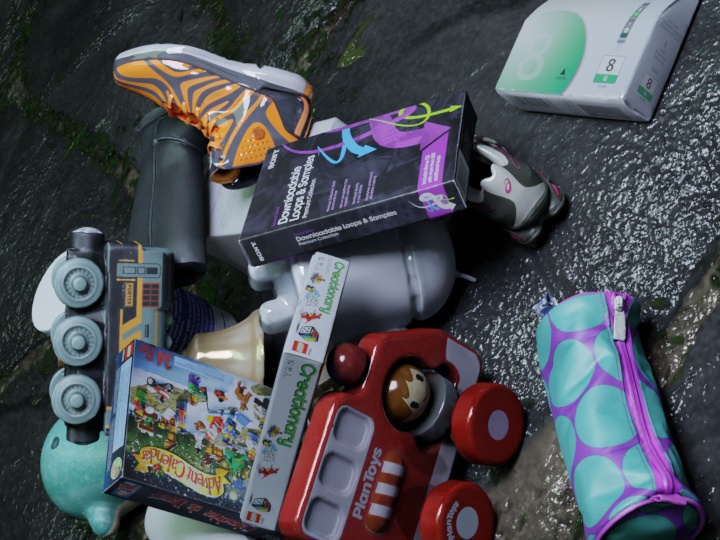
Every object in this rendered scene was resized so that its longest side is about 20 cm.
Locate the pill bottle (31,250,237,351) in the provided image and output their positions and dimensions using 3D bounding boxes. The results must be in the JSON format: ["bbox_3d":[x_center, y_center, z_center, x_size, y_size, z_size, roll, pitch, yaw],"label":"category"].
[{"bbox_3d":[-0.234,0.060,1.434,0.119,0.199,0.121,-28,46,34],"label":"pill bottle"}]

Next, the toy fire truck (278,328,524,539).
[{"bbox_3d":[0.028,0.138,1.098,0.111,0.167,0.202,0,66,49],"label":"toy fire truck"}]

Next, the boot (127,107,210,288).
[{"bbox_3d":[-0.165,-0.088,1.369,0.164,0.065,0.202,-28,46,37],"label":"boot"}]

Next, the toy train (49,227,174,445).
[{"bbox_3d":[-0.230,0.062,1.282,0.085,0.112,0.203,-168,79,-75],"label":"toy train"}]

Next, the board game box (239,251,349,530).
[{"bbox_3d":[-0.055,0.102,1.142,0.127,0.034,0.201,-76,2,-51],"label":"board game box"}]

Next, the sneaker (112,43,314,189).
[{"bbox_3d":[-0.149,-0.144,1.307,0.197,0.078,0.113,11,75,7],"label":"sneaker"}]

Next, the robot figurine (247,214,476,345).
[{"bbox_3d":[0.000,0.000,1.233,0.113,0.198,0.172,124,132,-81],"label":"robot figurine"}]

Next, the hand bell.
[{"bbox_3d":[-0.196,0.089,1.352,0.104,0.197,0.106,-179,90,-81],"label":"hand bell"}]

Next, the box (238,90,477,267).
[{"bbox_3d":[-0.001,-0.080,1.186,0.198,0.036,0.144,-16,34,20],"label":"box"}]

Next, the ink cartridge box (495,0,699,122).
[{"bbox_3d":[0.222,-0.233,1.223,0.160,0.050,0.202,14,79,53],"label":"ink cartridge box"}]

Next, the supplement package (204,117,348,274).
[{"bbox_3d":[-0.064,-0.064,1.387,0.199,0.117,0.118,-3,63,50],"label":"supplement package"}]

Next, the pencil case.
[{"bbox_3d":[0.185,0.108,1.001,0.093,0.084,0.202,115,154,-44],"label":"pencil case"}]

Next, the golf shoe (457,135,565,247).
[{"bbox_3d":[0.100,-0.093,1.237,0.078,0.088,0.200,-57,35,-1],"label":"golf shoe"}]

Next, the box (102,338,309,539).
[{"bbox_3d":[-0.131,0.158,1.244,0.038,0.198,0.138,-38,41,40],"label":"box"}]

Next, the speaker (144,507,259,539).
[{"bbox_3d":[-0.128,0.269,1.266,0.082,0.081,0.200,-59,35,1],"label":"speaker"}]

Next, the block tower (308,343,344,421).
[{"bbox_3d":[-0.013,0.119,1.256,0.054,0.058,0.201,-37,40,28],"label":"block tower"}]

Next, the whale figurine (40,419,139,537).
[{"bbox_3d":[-0.263,0.198,1.456,0.199,0.103,0.161,-9,59,46],"label":"whale figurine"}]
